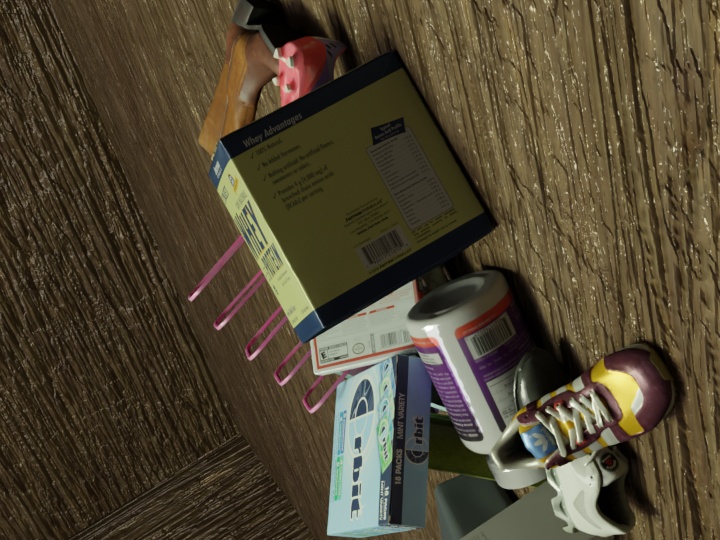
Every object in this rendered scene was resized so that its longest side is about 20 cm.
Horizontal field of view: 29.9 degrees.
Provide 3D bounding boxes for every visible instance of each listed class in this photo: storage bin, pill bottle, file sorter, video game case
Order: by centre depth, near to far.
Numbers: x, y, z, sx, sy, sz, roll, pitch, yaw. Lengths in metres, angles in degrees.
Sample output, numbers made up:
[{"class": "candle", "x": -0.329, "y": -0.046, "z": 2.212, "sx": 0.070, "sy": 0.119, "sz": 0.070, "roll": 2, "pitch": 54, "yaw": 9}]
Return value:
[{"class": "pill bottle", "x": 0.133, "y": 0.112, "z": 1.347, "sx": 0.202, "sy": 0.111, "sz": 0.111, "roll": 64, "pitch": 166, "yaw": -14}, {"class": "video game case", "x": 0.000, "y": 0.000, "z": 1.438, "sx": 0.017, "sy": 0.142, "sz": 0.203, "roll": 12, "pitch": -112, "yaw": -56}, {"class": "file sorter", "x": -0.091, "y": 0.051, "z": 1.553, "sx": 0.200, "sy": 0.126, "sz": 0.139, "roll": 42, "pitch": 175, "yaw": -7}, {"class": "storage bin", "x": 0.153, "y": 0.359, "z": 1.756, "sx": 0.201, "sy": 0.144, "sz": 0.135, "roll": 79, "pitch": 167, "yaw": -52}]

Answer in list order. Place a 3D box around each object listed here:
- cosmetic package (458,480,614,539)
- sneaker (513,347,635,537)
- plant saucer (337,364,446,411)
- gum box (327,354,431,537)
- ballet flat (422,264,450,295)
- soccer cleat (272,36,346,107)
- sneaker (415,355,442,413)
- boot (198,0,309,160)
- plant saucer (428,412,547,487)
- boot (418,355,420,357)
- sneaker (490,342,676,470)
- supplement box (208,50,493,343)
[{"class": "cosmetic package", "x": 0.168, "y": 0.306, "z": 1.428, "sx": 0.085, "sy": 0.199, "sz": 0.108, "roll": 53, "pitch": 167, "yaw": 30}, {"class": "sneaker", "x": 0.213, "y": 0.164, "z": 1.283, "sx": 0.088, "sy": 0.074, "sz": 0.202, "roll": 0, "pitch": 120, "yaw": 54}, {"class": "plant saucer", "x": 0.059, "y": 0.137, "z": 1.664, "sx": 0.199, "sy": 0.039, "sz": 0.201, "roll": 18, "pitch": 173, "yaw": 2}, {"class": "gum box", "x": 0.019, "y": 0.192, "z": 1.434, "sx": 0.200, "sy": 0.044, "sz": 0.172, "roll": 143, "pitch": 133, "yaw": -67}, {"class": "ballet flat", "x": 0.067, "y": 0.015, "z": 1.461, "sx": 0.202, "sy": 0.062, "sz": 0.067, "roll": 60, "pitch": 167, "yaw": 1}, {"class": "soccer cleat", "x": -0.057, "y": -0.151, "z": 1.436, "sx": 0.067, "sy": 0.076, "sz": 0.202, "roll": 44, "pitch": 136, "yaw": 51}, {"class": "sneaker", "x": 0.027, "y": 0.121, "z": 1.800, "sx": 0.201, "sy": 0.087, "sz": 0.076, "roll": 56, "pitch": 166, "yaw": 19}, {"class": "boot", "x": -0.129, "y": -0.192, "z": 1.541, "sx": 0.188, "sy": 0.068, "sz": 0.202, "roll": 46, "pitch": 123, "yaw": 46}, {"class": "plant saucer", "x": 0.110, "y": 0.198, "z": 1.551, "sx": 0.200, "sy": 0.197, "sz": 0.049, "roll": -173, "pitch": 95, "yaw": -73}, {"class": "boot", "x": 0.052, "y": 0.062, "z": 1.643, "sx": 0.131, "sy": 0.067, "sz": 0.200, "roll": 58, "pitch": 167, "yaw": -6}, {"class": "sneaker", "x": 0.188, "y": 0.129, "z": 1.150, "sx": 0.075, "sy": 0.090, "sz": 0.200, "roll": 58, "pitch": 147, "yaw": 10}, {"class": "supplement box", "x": -0.014, "y": -0.069, "z": 1.321, "sx": 0.201, "sy": 0.199, "sz": 0.134, "roll": 60, "pitch": 165, "yaw": 3}]
